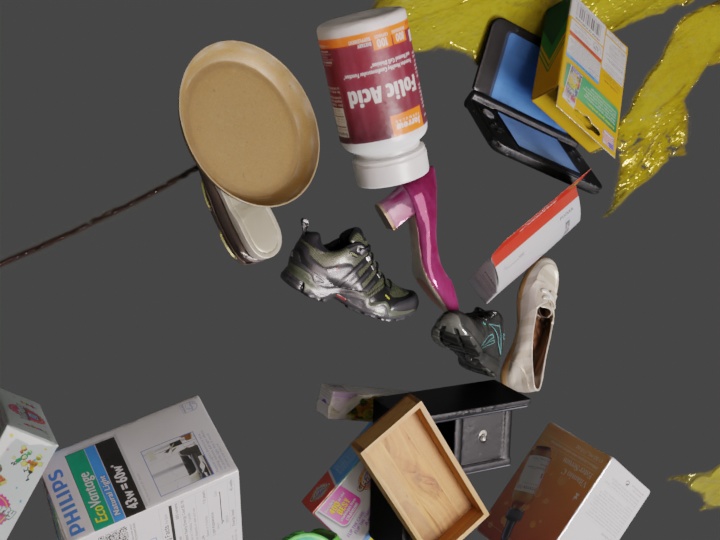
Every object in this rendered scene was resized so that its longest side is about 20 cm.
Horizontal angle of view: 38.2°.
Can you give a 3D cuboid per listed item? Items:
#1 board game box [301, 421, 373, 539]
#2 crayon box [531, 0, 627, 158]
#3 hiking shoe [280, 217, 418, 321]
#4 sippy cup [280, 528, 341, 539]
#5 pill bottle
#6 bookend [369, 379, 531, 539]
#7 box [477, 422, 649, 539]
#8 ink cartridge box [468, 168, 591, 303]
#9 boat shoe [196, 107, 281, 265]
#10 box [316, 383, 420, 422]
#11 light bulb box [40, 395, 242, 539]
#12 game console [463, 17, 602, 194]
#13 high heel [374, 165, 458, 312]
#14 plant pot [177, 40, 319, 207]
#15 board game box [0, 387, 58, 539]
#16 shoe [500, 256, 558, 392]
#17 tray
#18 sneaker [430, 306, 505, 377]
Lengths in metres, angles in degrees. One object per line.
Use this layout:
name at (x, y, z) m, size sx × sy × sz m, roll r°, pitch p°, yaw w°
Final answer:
board game box at (0.034, 0.329, 1.447) m, size 0.153 × 0.040 × 0.200 m, roll -47°, pitch 118°, yaw -11°
crayon box at (0.295, -0.253, 1.395) m, size 0.125 × 0.051 × 0.202 m, roll 34°, pitch 53°, yaw -28°
hiking shoe at (0.000, 0.000, 1.335) m, size 0.198 × 0.076 × 0.102 m, roll 17°, pitch 97°, yaw -29°
sippy cup at (-0.104, 0.407, 1.328) m, size 0.176 × 0.129 × 0.142 m, roll 7°, pitch 73°, yaw -39°
pill bottle at (0.020, -0.211, 1.275) m, size 0.113 × 0.114 × 0.203 m, roll -21°, pitch 110°, yaw -22°
bookend at (0.119, 0.267, 1.401) m, size 0.196 × 0.092 × 0.204 m, roll -4°, pitch 104°, yaw -27°
box at (0.296, 0.354, 1.526) m, size 0.106 × 0.152 × 0.201 m, roll 40°, pitch 81°, yaw -29°
ink cartridge box at (0.234, -0.041, 1.386) m, size 0.162 × 0.200 × 0.057 m, roll -39°, pitch 88°, yaw -14°
boat shoe at (-0.158, -0.103, 1.230) m, size 0.071 × 0.059 × 0.203 m, roll -26°, pitch 95°, yaw -41°
box at (0.036, 0.184, 1.416) m, size 0.197 × 0.041 × 0.039 m, roll 9°, pitch 98°, yaw -30°
light bulb box at (-0.249, 0.283, 1.200) m, size 0.198 × 0.125 × 0.200 m, roll -19°, pitch 137°, yaw -23°
game console at (0.251, -0.220, 1.400) m, size 0.198 × 0.177 × 0.117 m, roll 18°, pitch 121°, yaw -29°
high heel at (0.103, -0.037, 1.390) m, size 0.095 × 0.067 × 0.201 m, roll -36°, pitch 104°, yaw -10°
plant pot at (-0.133, -0.168, 1.214) m, size 0.198 × 0.027 × 0.203 m, roll 16°, pitch 65°, yaw -38°
board game box at (-0.414, 0.245, 1.131) m, size 0.064 × 0.147 × 0.202 m, roll 28°, pitch 88°, yaw -27°
shoe at (0.254, 0.079, 1.483) m, size 0.069 × 0.053 × 0.203 m, roll 25°, pitch 75°, yaw -38°
tray at (0.076, 0.263, 1.304) m, size 0.098 × 0.037 × 0.201 m, roll -38°, pitch 116°, yaw -15°
sneaker at (0.151, 0.082, 1.412) m, size 0.080 × 0.074 × 0.200 m, roll -68°, pitch 155°, yaw -12°
